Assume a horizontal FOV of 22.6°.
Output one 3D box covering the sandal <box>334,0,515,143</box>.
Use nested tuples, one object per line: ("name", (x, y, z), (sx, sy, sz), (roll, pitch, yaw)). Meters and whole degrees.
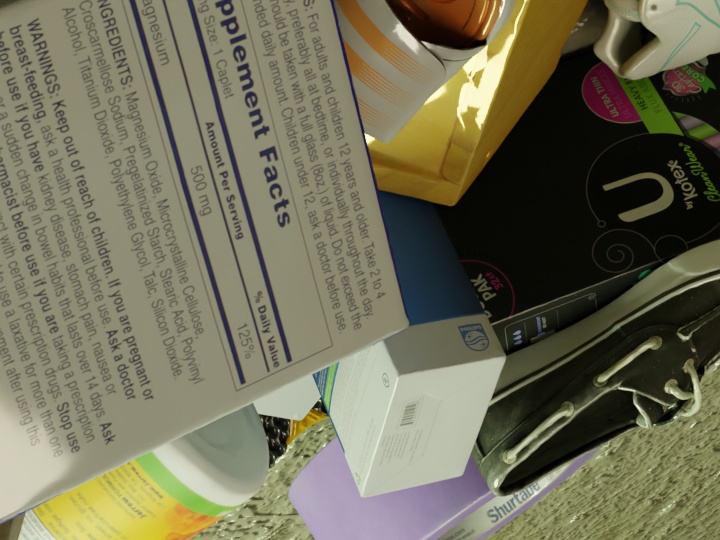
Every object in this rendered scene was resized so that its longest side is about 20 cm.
("sandal", (-0.011, -0.083, 0.785), (0.079, 0.059, 0.207), (38, 135, -15))

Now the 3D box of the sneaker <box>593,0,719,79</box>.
("sneaker", (0.160, -0.161, 0.887), (0.080, 0.070, 0.201), (-31, 151, -15))

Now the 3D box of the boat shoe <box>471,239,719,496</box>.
("boat shoe", (0.146, 0.052, 0.922), (0.200, 0.064, 0.071), (-30, 143, 7))

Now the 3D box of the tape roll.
("tape roll", (0.058, 0.124, 1.153), (0.200, 0.085, 0.200), (-32, 166, -9))

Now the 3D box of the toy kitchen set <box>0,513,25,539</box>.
("toy kitchen set", (-0.232, 0.060, 0.779), (0.199, 0.164, 0.181), (-18, 134, 27))

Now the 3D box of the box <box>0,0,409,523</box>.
("box", (-0.104, -0.034, 0.701), (0.199, 0.105, 0.185), (-24, 115, -22))

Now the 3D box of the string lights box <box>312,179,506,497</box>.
("string lights box", (0.000, 0.000, 0.907), (0.059, 0.200, 0.103), (-9, 144, -20))

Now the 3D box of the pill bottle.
("pill bottle", (-0.154, 0.114, 0.908), (0.200, 0.111, 0.111), (-35, 144, 18))

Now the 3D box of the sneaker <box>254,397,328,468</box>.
("sneaker", (-0.056, 0.061, 1.082), (0.200, 0.090, 0.070), (-35, 127, -29))

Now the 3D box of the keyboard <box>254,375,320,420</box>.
("keyboard", (-0.093, 0.049, 0.963), (0.200, 0.011, 0.056), (14, 131, -40))

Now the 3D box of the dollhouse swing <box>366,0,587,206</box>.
("dollhouse swing", (0.014, -0.164, 0.847), (0.182, 0.175, 0.200), (-53, 166, -41))

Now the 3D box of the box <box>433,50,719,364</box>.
("box", (0.126, -0.023, 0.999), (0.199, 0.149, 0.124), (-20, 146, -5))
